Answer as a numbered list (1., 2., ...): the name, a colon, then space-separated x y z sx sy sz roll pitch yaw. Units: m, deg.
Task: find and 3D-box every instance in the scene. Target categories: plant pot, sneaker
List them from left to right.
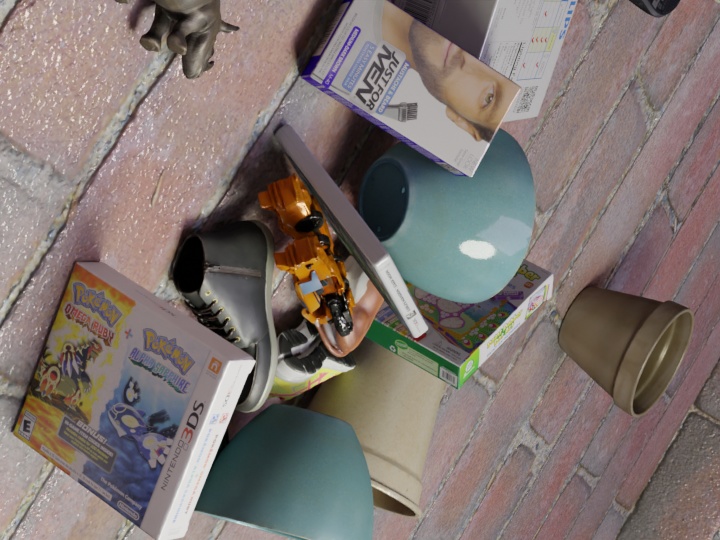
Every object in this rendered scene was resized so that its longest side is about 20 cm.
1. sneaker: -0.145 0.052 1.594 0.106 0.074 0.202 -10 103 -51
2. sneaker: -0.076 0.107 1.805 0.090 0.078 0.200 -40 166 19
3. plant pot: -0.071 0.225 1.722 0.200 0.198 0.136 37 65 -63
4. plant pot: 0.016 0.180 1.918 0.185 0.199 0.201 -66 155 -14
5. plant pot: 0.077 -0.070 1.712 0.134 0.200 0.202 7 111 -37
6. plant pot: 0.431 0.116 2.588 0.200 0.173 0.201 -42 149 -33

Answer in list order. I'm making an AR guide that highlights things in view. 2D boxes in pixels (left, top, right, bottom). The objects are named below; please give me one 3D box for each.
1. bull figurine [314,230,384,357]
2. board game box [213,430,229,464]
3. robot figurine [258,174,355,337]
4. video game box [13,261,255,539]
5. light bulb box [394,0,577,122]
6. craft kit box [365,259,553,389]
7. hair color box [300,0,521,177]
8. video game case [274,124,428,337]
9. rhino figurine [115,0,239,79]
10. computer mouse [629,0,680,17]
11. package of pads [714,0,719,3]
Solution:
1. bull figurine: 0.000 0.000 1.803 0.122 0.065 0.201 55 48 -42
2. board game box: -0.200 0.179 1.685 0.135 0.028 0.201 -45 149 -32
3. robot figurine: -0.052 -0.011 1.625 0.058 0.146 0.200 -17 154 3
4. video game box: -0.209 0.116 1.415 0.047 0.199 0.184 6 110 -60
5. light bulb box: 0.135 -0.275 1.735 0.199 0.124 0.200 -15 128 -56
6. craft kit box: 0.098 0.030 1.880 0.197 0.199 0.049 -40 146 -37
7. hair color box: 0.052 -0.192 1.593 0.110 0.199 0.065 -60 -165 -1
8. video game case: -0.008 -0.039 1.633 0.023 0.200 0.182 -36 150 -3
9. rhino figurine: -0.152 -0.229 1.339 0.088 0.059 0.200 -65 159 -17
10. computer mouse: 0.385 -0.420 2.134 0.200 0.053 0.139 31 86 -53
11. package of pads: 0.578 -0.499 2.374 0.156 0.068 0.200 -63 154 4
